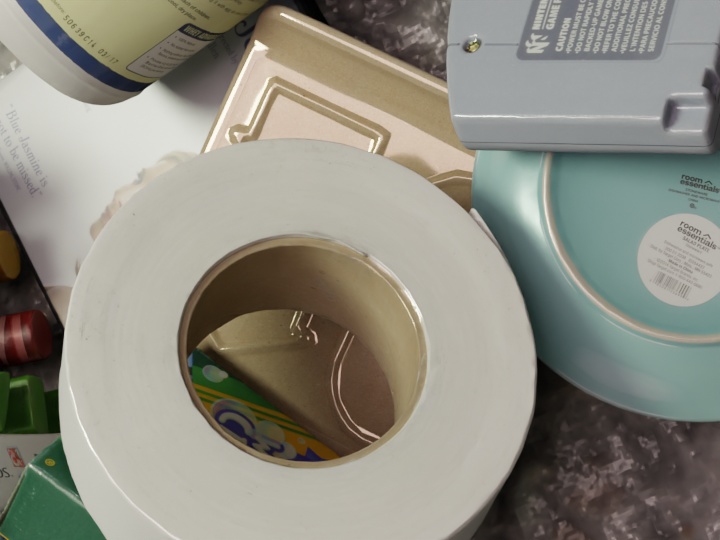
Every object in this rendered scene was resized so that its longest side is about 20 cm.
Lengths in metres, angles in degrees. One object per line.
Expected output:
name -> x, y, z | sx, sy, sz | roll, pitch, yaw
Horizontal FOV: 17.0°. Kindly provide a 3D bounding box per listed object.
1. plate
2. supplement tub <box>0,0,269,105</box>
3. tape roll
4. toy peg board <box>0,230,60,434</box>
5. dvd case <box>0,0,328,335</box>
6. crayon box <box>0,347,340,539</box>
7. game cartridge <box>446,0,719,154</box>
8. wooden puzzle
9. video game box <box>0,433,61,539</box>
plate -> 0.147, -0.034, 1.052 | 0.200, 0.026, 0.201 | -1, 81, 5
supplement tub -> -0.083, -0.185, 1.120 | 0.200, 0.145, 0.145 | -33, 73, 19
tape roll -> -0.027, 0.046, 1.025 | 0.202, 0.071, 0.203 | 4, 64, -7
toy peg board -> -0.216, 0.010, 1.159 | 0.098, 0.200, 0.200 | -12, 80, 16
dvd case -> -0.099, -0.074, 1.207 | 0.200, 0.018, 0.143 | -34, 72, 17
crayon box -> -0.045, 0.130, 1.077 | 0.200, 0.126, 0.052 | 37, 128, 8
game cartridge -> 0.111, -0.136, 1.062 | 0.133, 0.042, 0.200 | 0, 56, 29
wooden puzzle -> 0.000, 0.000, 1.132 | 0.185, 0.046, 0.200 | 26, 101, 16
video game box -> -0.219, 0.141, 1.153 | 0.200, 0.182, 0.047 | -32, 72, 20
